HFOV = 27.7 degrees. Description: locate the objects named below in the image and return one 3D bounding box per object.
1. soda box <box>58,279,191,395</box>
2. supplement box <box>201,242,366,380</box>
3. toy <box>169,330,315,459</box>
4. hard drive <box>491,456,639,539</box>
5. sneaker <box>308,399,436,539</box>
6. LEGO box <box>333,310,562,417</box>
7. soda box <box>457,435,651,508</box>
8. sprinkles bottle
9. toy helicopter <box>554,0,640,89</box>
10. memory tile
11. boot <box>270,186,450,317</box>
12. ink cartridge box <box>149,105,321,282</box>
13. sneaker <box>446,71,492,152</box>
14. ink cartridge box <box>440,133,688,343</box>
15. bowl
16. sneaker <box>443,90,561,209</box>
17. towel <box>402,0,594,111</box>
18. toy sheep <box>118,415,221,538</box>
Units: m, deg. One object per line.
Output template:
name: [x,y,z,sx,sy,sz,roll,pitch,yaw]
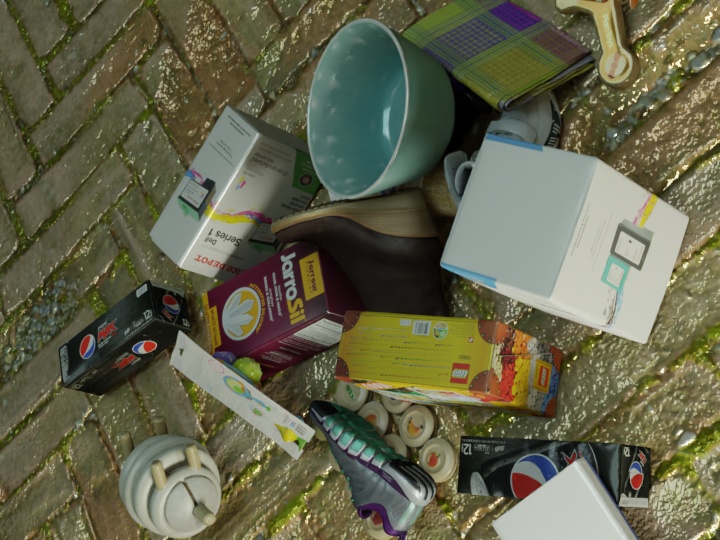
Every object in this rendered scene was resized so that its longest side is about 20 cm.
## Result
soda box: [-0.322,0.094,1.989,0.199,0.070,0.064,-34,56,30]
supplement box: [-0.094,0.049,1.812,0.199,0.085,0.111,-27,60,31]
toy: [-0.135,0.140,1.765,0.199,0.115,0.047,39,63,5]
hard drive: [0.230,0.304,1.450,0.132,0.025,0.201,-43,71,35]
sneaker: [-0.005,0.228,1.673,0.200,0.074,0.088,37,106,39]
LEGO box: [0.095,0.101,1.585,0.198,0.148,0.078,3,77,36]
soda box: [0.199,0.209,1.526,0.199,0.070,0.064,-3,80,40]
sprinkles bottle: [0.055,-0.099,1.743,0.199,0.068,0.069,4,80,40]
toy helicopter: [0.280,-0.302,1.625,0.131,0.079,0.202,-16,78,26]
memory tile: [0.024,0.198,1.715,0.153,0.017,0.201,-47,52,19]
boot: [0.000,0.000,1.699,0.198,0.072,0.168,-9,96,15]
ink cartridge box: [-0.153,-0.088,1.863,0.084,0.144,0.201,43,105,39]
sneaker: [0.076,-0.181,1.748,0.199,0.069,0.101,-27,64,32]
ink cartridge box: [0.213,-0.031,1.501,0.146,0.199,0.147,18,87,41]
bowl: [0.033,-0.178,1.662,0.200,0.104,0.203,-7,82,54]
sneaker: [0.159,-0.134,1.633,0.075,0.114,0.202,6,81,40]
towel: [0.155,-0.255,1.683,0.143,0.023,0.200,-31,48,-22]
toy sheep: [-0.238,0.268,1.839,0.200,0.137,0.139,35,100,54]
